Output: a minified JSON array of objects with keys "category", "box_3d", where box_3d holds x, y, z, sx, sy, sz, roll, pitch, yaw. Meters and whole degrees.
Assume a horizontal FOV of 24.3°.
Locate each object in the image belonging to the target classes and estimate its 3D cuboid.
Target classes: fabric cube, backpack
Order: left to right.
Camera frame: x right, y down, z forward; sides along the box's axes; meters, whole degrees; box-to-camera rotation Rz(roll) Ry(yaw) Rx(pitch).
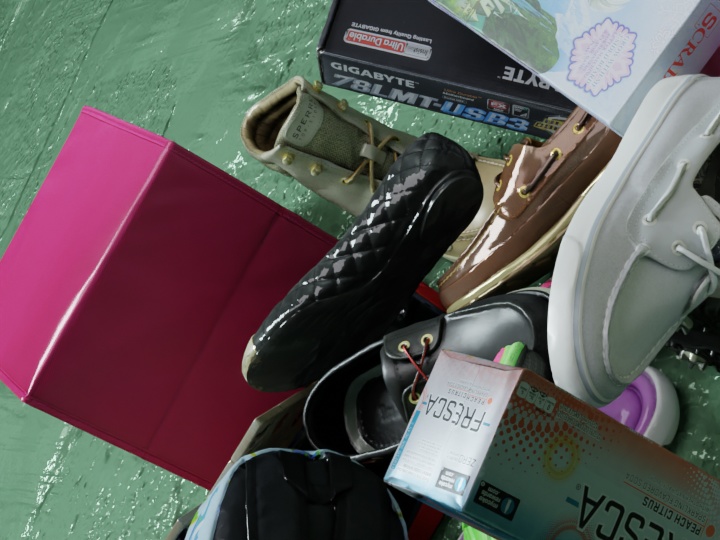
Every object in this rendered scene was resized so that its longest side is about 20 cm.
[{"category":"fabric cube","box_3d":[-0.141,0.023,1.218,0.200,0.200,0.196,-62,30,-3]},{"category":"backpack","box_3d":[-0.042,0.199,0.944,0.154,0.162,0.201,136,140,-66]}]

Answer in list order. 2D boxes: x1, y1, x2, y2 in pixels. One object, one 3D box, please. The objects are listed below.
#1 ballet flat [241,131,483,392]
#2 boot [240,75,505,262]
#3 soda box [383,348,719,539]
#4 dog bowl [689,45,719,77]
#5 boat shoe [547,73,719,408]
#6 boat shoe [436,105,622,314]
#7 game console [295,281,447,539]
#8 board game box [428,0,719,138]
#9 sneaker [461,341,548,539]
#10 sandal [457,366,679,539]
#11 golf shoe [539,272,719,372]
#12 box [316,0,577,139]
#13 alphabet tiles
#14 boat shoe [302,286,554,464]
[{"category":"ballet flat","box_3d":[0.000,0.000,1.042,0.200,0.066,0.057,-46,41,9]},{"category":"boot","box_3d":[0.019,-0.068,1.100,0.200,0.154,0.072,6,68,59]},{"category":"soda box","box_3d":[0.111,0.108,0.757,0.063,0.200,0.069,9,72,58]},{"category":"dog bowl","box_3d":[0.255,-0.146,0.900,0.200,0.074,0.201,-36,37,33]},{"category":"boat shoe","box_3d":[0.154,-0.017,0.811,0.068,0.072,0.200,-1,43,41]},{"category":"boat shoe","box_3d":[0.116,-0.049,1.000,0.200,0.072,0.068,-44,75,25]},{"category":"game console","box_3d":[0.017,0.099,1.087,0.177,0.031,0.200,-63,29,5]},{"category":"board game box","box_3d":[0.144,-0.200,0.943,0.200,0.041,0.199,-55,49,8]},{"category":"sneaker","box_3d":[0.099,0.134,0.856,0.077,0.083,0.201,111,153,-65]},{"category":"sandal","box_3d":[0.092,0.126,0.921,0.203,0.050,0.083,-53,30,11]},{"category":"golf shoe","box_3d":[0.171,0.003,0.892,0.200,0.077,0.088,9,66,58]},{"category":"box","box_3d":[0.093,-0.191,1.085,0.050,0.199,0.199,83,-156,-64]},{"category":"alphabet tiles","box_3d":[-0.092,0.159,1.070,0.200,0.008,0.167,-58,-13,21]},{"category":"boat shoe","box_3d":[0.043,0.065,0.959,0.201,0.063,0.074,-31,66,47]}]
